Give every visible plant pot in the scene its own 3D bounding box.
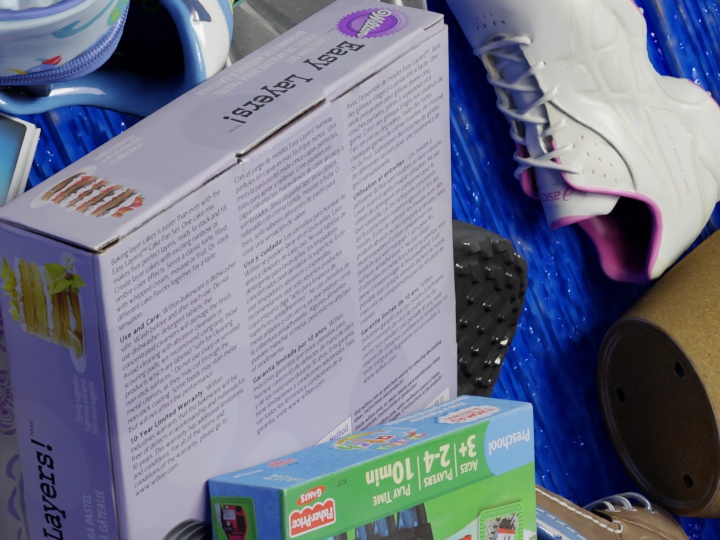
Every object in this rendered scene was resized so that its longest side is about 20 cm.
[{"bbox_3d":[0.213,0.035,1.225,0.199,0.186,0.188,-17,94,-26],"label":"plant pot"}]

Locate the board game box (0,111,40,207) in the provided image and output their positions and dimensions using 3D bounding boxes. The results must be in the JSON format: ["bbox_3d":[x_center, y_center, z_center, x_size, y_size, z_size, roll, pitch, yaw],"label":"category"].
[{"bbox_3d":[-0.210,-0.028,0.846,0.199,0.035,0.127,21,48,-12],"label":"board game box"}]

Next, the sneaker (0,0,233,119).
[{"bbox_3d":[-0.131,-0.102,0.892,0.199,0.074,0.083,12,36,-18],"label":"sneaker"}]

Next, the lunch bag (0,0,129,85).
[{"bbox_3d":[-0.164,-0.135,0.818,0.198,0.082,0.162,-1,78,-3],"label":"lunch bag"}]

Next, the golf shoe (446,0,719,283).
[{"bbox_3d":[0.093,-0.075,1.195,0.200,0.075,0.092,43,62,-25],"label":"golf shoe"}]

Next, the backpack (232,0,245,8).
[{"bbox_3d":[-0.096,-0.193,0.972,0.199,0.176,0.154,25,27,-24],"label":"backpack"}]

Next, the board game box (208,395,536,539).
[{"bbox_3d":[0.011,0.156,0.928,0.151,0.036,0.202,-14,105,-53],"label":"board game box"}]

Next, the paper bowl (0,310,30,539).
[{"bbox_3d":[-0.182,0.094,0.917,0.200,0.104,0.202,7,79,-39],"label":"paper bowl"}]

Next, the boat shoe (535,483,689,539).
[{"bbox_3d":[0.110,0.140,1.183,0.200,0.072,0.073,40,42,-24],"label":"boat shoe"}]

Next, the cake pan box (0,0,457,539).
[{"bbox_3d":[-0.035,0.025,0.910,0.200,0.052,0.185,-38,136,-42],"label":"cake pan box"}]

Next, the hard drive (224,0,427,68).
[{"bbox_3d":[-0.038,-0.140,1.114,0.134,0.042,0.202,-8,88,-40],"label":"hard drive"}]

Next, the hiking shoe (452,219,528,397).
[{"bbox_3d":[0.000,0.000,1.099,0.076,0.100,0.200,-66,152,-10],"label":"hiking shoe"}]
